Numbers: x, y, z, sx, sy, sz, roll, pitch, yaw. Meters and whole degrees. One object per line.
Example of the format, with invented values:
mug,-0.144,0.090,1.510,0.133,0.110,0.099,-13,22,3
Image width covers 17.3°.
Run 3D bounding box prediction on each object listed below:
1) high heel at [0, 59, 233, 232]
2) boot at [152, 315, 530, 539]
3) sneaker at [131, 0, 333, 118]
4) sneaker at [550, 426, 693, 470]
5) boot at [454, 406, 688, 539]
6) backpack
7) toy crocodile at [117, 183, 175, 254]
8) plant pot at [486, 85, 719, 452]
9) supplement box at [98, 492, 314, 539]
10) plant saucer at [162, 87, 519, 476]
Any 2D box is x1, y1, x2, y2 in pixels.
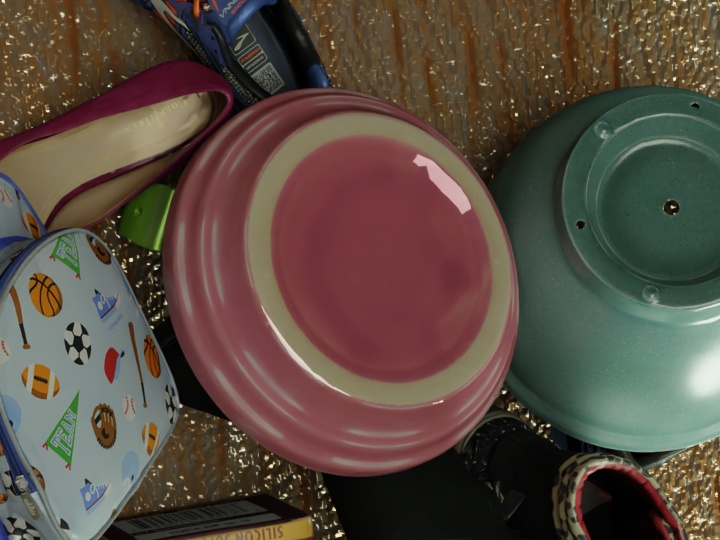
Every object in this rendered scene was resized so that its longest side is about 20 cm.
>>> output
high heel,-0.155,-0.044,1.206,0.200,0.096,0.068,-41,107,-14
boot,-0.008,0.101,1.228,0.197,0.163,0.073,12,130,-38
sneaker,-0.076,-0.149,1.241,0.075,0.078,0.200,-47,109,-13
sneaker,0.203,0.053,1.367,0.200,0.078,0.070,-39,106,-15
boot,0.136,0.173,1.307,0.073,0.154,0.204,-36,105,-16
backpack,-0.189,0.053,1.122,0.153,0.200,0.191,-22,110,24
toy crocodile,-0.034,-0.015,1.283,0.198,0.062,0.068,4,92,-27
plant pot,0.158,-0.017,1.273,0.198,0.134,0.202,1,72,-2
supplement box,-0.080,0.230,1.261,0.109,0.086,0.202,-7,96,-21
plant saucer,0.000,0.000,1.187,0.199,0.051,0.202,9,70,-26
